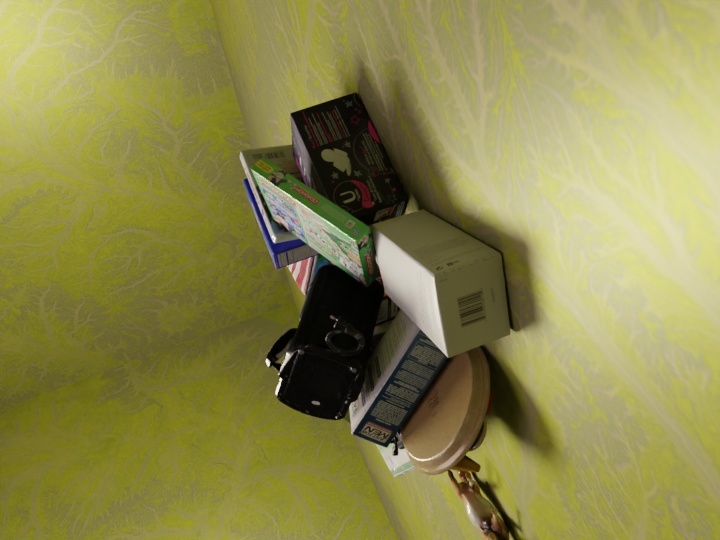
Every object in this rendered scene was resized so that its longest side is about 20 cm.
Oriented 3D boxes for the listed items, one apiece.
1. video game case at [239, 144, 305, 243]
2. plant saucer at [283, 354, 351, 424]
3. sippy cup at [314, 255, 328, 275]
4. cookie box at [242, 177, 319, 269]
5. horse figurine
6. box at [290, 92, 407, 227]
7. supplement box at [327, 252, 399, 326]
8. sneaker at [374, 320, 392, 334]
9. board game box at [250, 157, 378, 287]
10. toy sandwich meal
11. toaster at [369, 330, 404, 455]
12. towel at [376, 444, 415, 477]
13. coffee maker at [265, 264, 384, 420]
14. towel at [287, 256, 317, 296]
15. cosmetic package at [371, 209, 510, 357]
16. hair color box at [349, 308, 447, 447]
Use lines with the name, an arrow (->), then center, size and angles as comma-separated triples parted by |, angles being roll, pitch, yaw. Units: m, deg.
video game case -> -0.086, -0.143, 0.979 | 0.182, 0.200, 0.023 | 66, 151, 22
plant saucer -> -0.043, 0.190, 0.959 | 0.200, 0.031, 0.200 | 39, -177, -3
sippy cup -> -0.082, -0.059, 1.280 | 0.140, 0.178, 0.130 | 40, -153, -62
cookie box -> -0.093, -0.117, 1.047 | 0.075, 0.200, 0.171 | 95, 153, -65
horse figurine -> 0.196, 0.383, 0.906 | 0.200, 0.050, 0.133 | 52, 172, 41
box -> -0.026, -0.149, 0.893 | 0.132, 0.115, 0.200 | 104, 145, -70
supplement box -> 0.000, 0.000, 1.099 | 0.110, 0.086, 0.200 | 88, 159, -58
sneaker -> 0.076, 0.172, 1.113 | 0.200, 0.070, 0.080 | 64, 162, -3
board game box -> -0.064, -0.068, 0.816 | 0.200, 0.029, 0.135 | 36, 161, 22
toy sandwich meal -> 0.124, 0.186, 0.769 | 0.205, 0.070, 0.205 | -51, 24, 34
toaster -> 0.084, 0.203, 0.967 | 0.200, 0.119, 0.181 | 100, 149, -68
towel -> 0.067, 0.288, 1.099 | 0.149, 0.031, 0.200 | -41, 73, 40
coffee maker -> -0.028, 0.088, 0.836 | 0.135, 0.192, 0.200 | 38, -145, -17
towel -> -0.131, -0.049, 1.217 | 0.200, 0.023, 0.144 | -130, 48, -59
cosmetic package -> 0.089, 0.006, 0.690 | 0.200, 0.085, 0.108 | -130, 24, -62
hair color box -> 0.056, 0.137, 0.800 | 0.200, 0.060, 0.100 | -59, 15, 18
